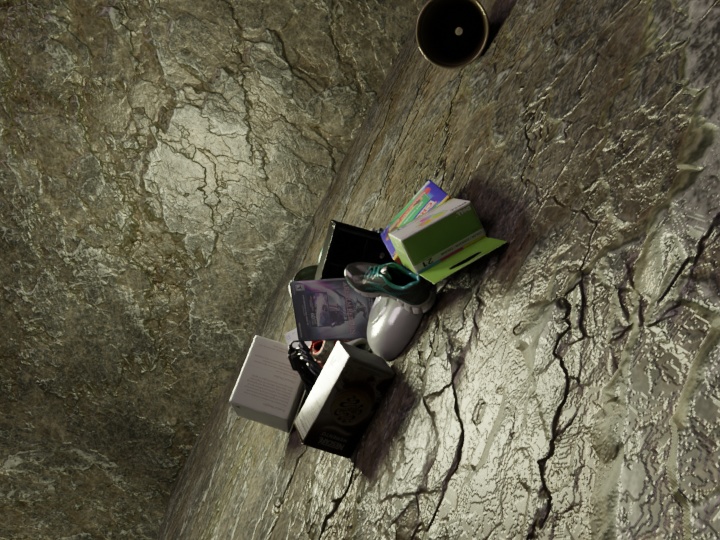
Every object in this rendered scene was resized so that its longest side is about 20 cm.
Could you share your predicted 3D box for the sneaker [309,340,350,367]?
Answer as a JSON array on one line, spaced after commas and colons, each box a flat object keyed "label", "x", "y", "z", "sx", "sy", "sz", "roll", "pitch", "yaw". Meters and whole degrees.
[{"label": "sneaker", "x": -0.085, "y": 0.211, "z": 1.583, "sx": 0.201, "sy": 0.108, "sz": 0.067, "roll": -44, "pitch": 30, "yaw": 56}]

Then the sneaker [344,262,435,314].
[{"label": "sneaker", "x": 0.052, "y": 0.012, "z": 1.250, "sx": 0.078, "sy": 0.200, "sz": 0.091, "roll": -59, "pitch": -31, "yaw": -26}]

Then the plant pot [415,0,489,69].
[{"label": "plant pot", "x": 0.266, "y": -0.673, "z": 1.800, "sx": 0.200, "sy": 0.200, "sz": 0.174, "roll": -58, "pitch": -1, "yaw": 25}]

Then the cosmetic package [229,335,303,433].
[{"label": "cosmetic package", "x": -0.244, "y": 0.318, "z": 1.788, "sx": 0.166, "sy": 0.167, "sz": 0.200, "roll": 98, "pitch": -169, "yaw": -64}]

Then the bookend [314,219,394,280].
[{"label": "bookend", "x": 0.000, "y": 0.000, "z": 1.551, "sx": 0.092, "sy": 0.198, "sz": 0.201, "roll": -136, "pitch": 62, "yaw": -76}]

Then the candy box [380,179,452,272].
[{"label": "candy box", "x": 0.132, "y": -0.089, "z": 1.338, "sx": 0.169, "sy": 0.077, "sz": 0.200, "roll": -48, "pitch": 17, "yaw": 9}]

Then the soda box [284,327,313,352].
[{"label": "soda box", "x": -0.092, "y": 0.156, "z": 1.614, "sx": 0.200, "sy": 0.063, "sz": 0.068, "roll": -30, "pitch": 60, "yaw": 22}]

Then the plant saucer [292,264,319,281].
[{"label": "plant saucer", "x": -0.085, "y": 0.055, "z": 1.718, "sx": 0.200, "sy": 0.200, "sz": 0.032, "roll": -83, "pitch": 8, "yaw": -55}]

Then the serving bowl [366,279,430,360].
[{"label": "serving bowl", "x": 0.066, "y": 0.085, "z": 1.343, "sx": 0.200, "sy": 0.066, "sz": 0.200, "roll": -57, "pitch": 15, "yaw": 24}]

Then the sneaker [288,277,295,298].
[{"label": "sneaker", "x": -0.109, "y": 0.085, "z": 1.749, "sx": 0.078, "sy": 0.200, "sz": 0.086, "roll": -46, "pitch": -2, "yaw": -31}]

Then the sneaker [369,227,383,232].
[{"label": "sneaker", "x": 0.025, "y": -0.069, "z": 1.796, "sx": 0.147, "sy": 0.081, "sz": 0.200, "roll": -49, "pitch": 14, "yaw": 23}]

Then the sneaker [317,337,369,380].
[{"label": "sneaker", "x": -0.031, "y": 0.218, "z": 1.386, "sx": 0.099, "sy": 0.078, "sz": 0.200, "roll": -40, "pitch": 23, "yaw": 41}]

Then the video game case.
[{"label": "video game case", "x": -0.060, "y": 0.089, "z": 1.465, "sx": 0.019, "sy": 0.199, "sz": 0.143, "roll": -31, "pitch": -65, "yaw": -67}]

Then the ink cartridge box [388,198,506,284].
[{"label": "ink cartridge box", "x": 0.148, "y": -0.057, "z": 1.129, "sx": 0.148, "sy": 0.076, "sz": 0.200, "roll": -29, "pitch": 13, "yaw": -4}]

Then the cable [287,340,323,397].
[{"label": "cable", "x": -0.100, "y": 0.260, "z": 1.506, "sx": 0.051, "sy": 0.200, "sz": 0.163, "roll": -34, "pitch": 41, "yaw": -26}]

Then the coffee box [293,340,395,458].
[{"label": "coffee box", "x": -0.034, "y": 0.257, "z": 1.274, "sx": 0.200, "sy": 0.113, "sz": 0.080, "roll": -63, "pitch": 26, "yaw": 8}]

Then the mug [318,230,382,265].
[{"label": "mug", "x": -0.028, "y": -0.033, "z": 1.656, "sx": 0.114, "sy": 0.152, "sz": 0.185, "roll": -29, "pitch": -41, "yaw": -62}]
